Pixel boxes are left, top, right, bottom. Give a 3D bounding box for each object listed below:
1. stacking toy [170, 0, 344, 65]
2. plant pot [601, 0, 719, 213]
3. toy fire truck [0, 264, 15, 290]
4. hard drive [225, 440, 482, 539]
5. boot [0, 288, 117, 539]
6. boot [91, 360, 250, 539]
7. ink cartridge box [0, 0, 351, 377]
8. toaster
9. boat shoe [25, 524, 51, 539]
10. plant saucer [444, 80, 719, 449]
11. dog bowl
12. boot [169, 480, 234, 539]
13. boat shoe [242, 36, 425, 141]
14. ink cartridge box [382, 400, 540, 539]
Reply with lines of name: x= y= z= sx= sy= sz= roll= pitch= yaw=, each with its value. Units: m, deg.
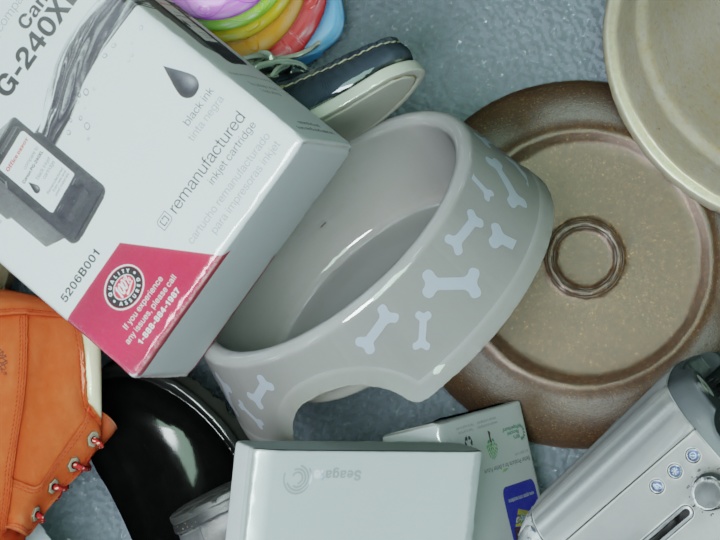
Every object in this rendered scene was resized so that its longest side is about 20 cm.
stacking toy: x=-0.073 y=-0.161 z=1.375 sx=0.116 sy=0.200 sz=0.110 roll=-17 pitch=85 yaw=-1
plant pot: x=0.240 y=-0.141 z=1.368 sx=0.199 sy=0.184 sz=0.201 roll=2 pitch=76 yaw=-7
toy fire truck: x=-0.248 y=-0.004 z=1.413 sx=0.176 sy=0.129 sz=0.200 roll=38 pitch=66 yaw=-2
hard drive: x=-0.010 y=0.184 z=1.307 sx=0.131 sy=0.026 sz=0.201 roll=3 pitch=97 yaw=-33
boot: x=-0.170 y=0.107 z=1.336 sx=0.107 sy=0.075 sz=0.201 roll=1 pitch=85 yaw=-22
boot: x=-0.101 y=0.154 z=1.362 sx=0.211 sy=0.158 sz=0.079 roll=52 pitch=129 yaw=3
ink cartridge box: x=-0.130 y=-0.065 z=1.315 sx=0.200 sy=0.083 sz=0.145 roll=39 pitch=101 yaw=14
toaster: x=0.162 y=0.121 z=1.370 sx=0.129 sy=0.200 sz=0.114 roll=-42 pitch=85 yaw=13
boat shoe: x=-0.179 y=0.222 z=1.359 sx=0.091 sy=0.071 sz=0.201 roll=-13 pitch=77 yaw=-25
plant saucer: x=0.119 y=-0.005 z=1.445 sx=0.199 sy=0.037 sz=0.201 roll=0 pitch=85 yaw=0
dog bowl: x=0.000 y=0.000 z=1.361 sx=0.200 sy=0.200 sz=0.059 roll=-43 pitch=115 yaw=-4
boot: x=-0.005 y=0.158 z=1.358 sx=0.070 sy=0.200 sz=0.132 roll=-22 pitch=80 yaw=38
boat shoe: x=-0.054 y=-0.079 z=1.402 sx=0.200 sy=0.075 sz=0.062 roll=-29 pitch=73 yaw=36
ink cartridge box: x=0.070 y=0.172 z=1.392 sx=0.039 sy=0.099 sz=0.201 roll=-16 pitch=86 yaw=29
